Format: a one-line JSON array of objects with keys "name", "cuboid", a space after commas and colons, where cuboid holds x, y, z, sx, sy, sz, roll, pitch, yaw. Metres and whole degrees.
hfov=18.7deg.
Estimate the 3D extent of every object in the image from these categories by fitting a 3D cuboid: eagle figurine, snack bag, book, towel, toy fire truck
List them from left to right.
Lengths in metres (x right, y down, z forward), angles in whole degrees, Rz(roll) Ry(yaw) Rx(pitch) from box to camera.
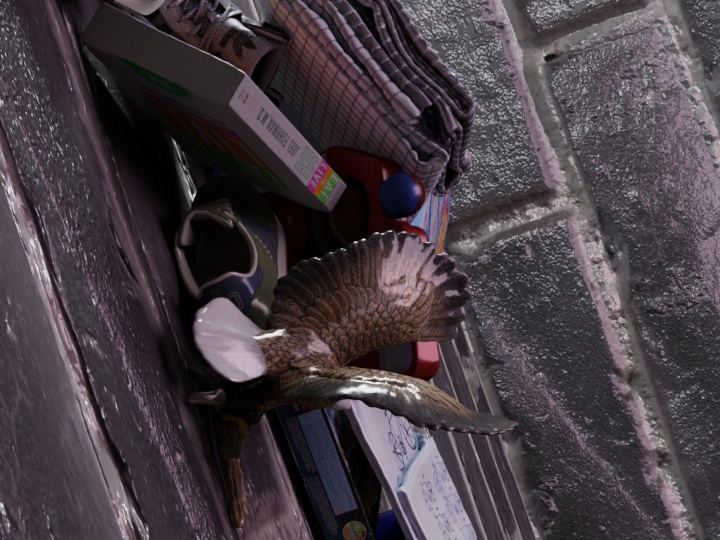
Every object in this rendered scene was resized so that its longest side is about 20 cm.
[{"name": "book", "cuboid": [-0.099, -0.114, 1.564, 0.133, 0.048, 0.200, 27, -9, 28]}, {"name": "eagle figurine", "cuboid": [-0.012, 0.065, 1.483, 0.151, 0.200, 0.152, -64, 134, -80]}, {"name": "toy fire truck", "cuboid": [0.000, 0.000, 1.656, 0.112, 0.168, 0.200, 8, 71, -35]}, {"name": "towel", "cuboid": [0.011, -0.147, 1.705, 0.200, 0.086, 0.166, 50, -15, 11]}, {"name": "snack bag", "cuboid": [0.042, 0.164, 1.802, 0.200, 0.021, 0.189, 64, 11, -4]}]

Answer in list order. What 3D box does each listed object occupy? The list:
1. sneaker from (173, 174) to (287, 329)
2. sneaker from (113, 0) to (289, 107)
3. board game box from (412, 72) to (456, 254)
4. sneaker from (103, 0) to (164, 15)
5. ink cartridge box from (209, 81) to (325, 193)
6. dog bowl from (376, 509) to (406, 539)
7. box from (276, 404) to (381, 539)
[{"name": "sneaker", "cuboid": [-0.099, -0.023, 1.595, 0.090, 0.067, 0.200, 56, 11, -40]}, {"name": "sneaker", "cuboid": [-0.119, -0.195, 1.655, 0.114, 0.076, 0.200, 29, -16, 35]}, {"name": "board game box", "cuboid": [0.039, -0.042, 1.933, 0.196, 0.056, 0.200, 90, 11, -51]}, {"name": "sneaker", "cuboid": [-0.175, -0.232, 1.463, 0.090, 0.075, 0.200, 50, 3, 12]}, {"name": "ink cartridge box", "cuboid": [-0.045, -0.113, 1.898, 0.084, 0.146, 0.200, 30, 2, 6]}, {"name": "dog bowl", "cuboid": [0.061, 0.302, 1.905, 0.200, 0.079, 0.200, -19, 90, -83]}, {"name": "box", "cuboid": [-0.024, 0.135, 1.808, 0.200, 0.038, 0.137, -78, 148, -76]}]
